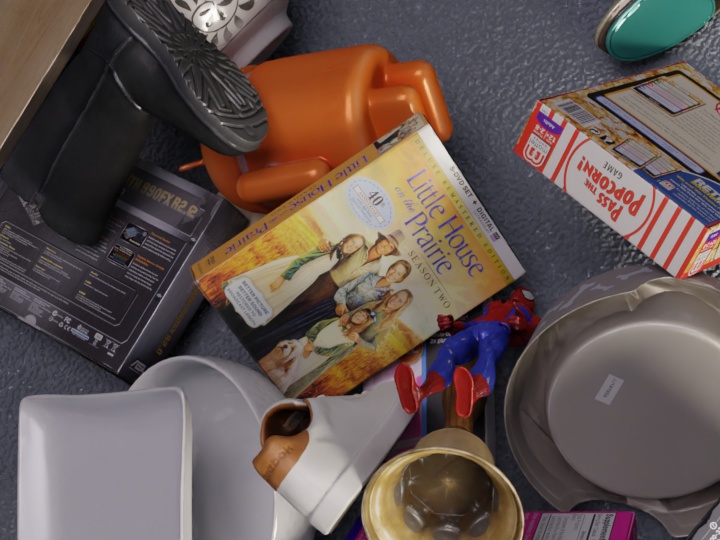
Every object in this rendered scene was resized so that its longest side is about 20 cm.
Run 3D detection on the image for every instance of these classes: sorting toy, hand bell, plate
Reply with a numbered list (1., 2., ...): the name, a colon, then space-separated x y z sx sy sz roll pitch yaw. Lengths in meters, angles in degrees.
1. sorting toy: -0.318 -0.199 1.562 0.198 0.070 0.201 27 81 22
2. hand bell: 0.067 0.113 1.260 0.104 0.200 0.105 4 116 8
3. plate: -0.180 0.188 1.347 0.199 0.032 0.201 -7 81 44

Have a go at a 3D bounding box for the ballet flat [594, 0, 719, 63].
1. ballet flat: 0.256 -0.228 1.415 0.199 0.068 0.062 -33 38 0

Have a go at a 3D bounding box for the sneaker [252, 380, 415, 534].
1. sneaker: -0.016 0.104 1.263 0.084 0.200 0.073 35 109 5

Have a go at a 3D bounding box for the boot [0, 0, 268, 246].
1. boot: -0.169 -0.089 1.369 0.165 0.066 0.200 51 124 19

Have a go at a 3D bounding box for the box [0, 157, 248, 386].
1. box: -0.209 -0.017 1.466 0.199 0.048 0.159 25 79 30

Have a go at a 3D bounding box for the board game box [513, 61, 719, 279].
1. board game box: 0.224 -0.075 1.296 0.151 0.200 0.046 41 125 25

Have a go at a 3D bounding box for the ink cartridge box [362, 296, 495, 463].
1. ink cartridge box: 0.051 0.062 1.384 0.094 0.037 0.201 -5 68 16

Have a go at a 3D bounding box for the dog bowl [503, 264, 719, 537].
1. dog bowl: 0.197 0.085 1.259 0.199 0.201 0.059 -11 27 13

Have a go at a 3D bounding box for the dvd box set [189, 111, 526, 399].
1. dvd box set: 0.000 0.000 1.331 0.199 0.147 0.029 -33 27 4

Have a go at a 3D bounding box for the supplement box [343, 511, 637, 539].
1. supplement box: 0.087 0.228 1.259 0.199 0.103 0.102 -2 107 16

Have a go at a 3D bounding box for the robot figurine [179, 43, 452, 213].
1. robot figurine: -0.034 -0.104 1.388 0.199 0.117 0.145 -7 68 25

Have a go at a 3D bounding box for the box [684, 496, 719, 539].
1. box: 0.268 0.215 1.174 0.124 0.200 0.149 39 86 24

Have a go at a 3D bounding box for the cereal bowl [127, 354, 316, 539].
1. cereal bowl: -0.099 0.162 1.347 0.199 0.083 0.201 -7 81 45

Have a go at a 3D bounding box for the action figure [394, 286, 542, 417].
1. action figure: 0.085 0.048 1.288 0.065 0.200 0.052 -3 102 23

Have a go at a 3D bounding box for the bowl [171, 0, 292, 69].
1. bowl: -0.116 -0.193 1.457 0.094 0.201 0.201 45 88 -1

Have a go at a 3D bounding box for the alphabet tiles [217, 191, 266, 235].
1. alphabet tiles: -0.027 -0.044 1.432 0.199 0.015 0.196 15 73 32
